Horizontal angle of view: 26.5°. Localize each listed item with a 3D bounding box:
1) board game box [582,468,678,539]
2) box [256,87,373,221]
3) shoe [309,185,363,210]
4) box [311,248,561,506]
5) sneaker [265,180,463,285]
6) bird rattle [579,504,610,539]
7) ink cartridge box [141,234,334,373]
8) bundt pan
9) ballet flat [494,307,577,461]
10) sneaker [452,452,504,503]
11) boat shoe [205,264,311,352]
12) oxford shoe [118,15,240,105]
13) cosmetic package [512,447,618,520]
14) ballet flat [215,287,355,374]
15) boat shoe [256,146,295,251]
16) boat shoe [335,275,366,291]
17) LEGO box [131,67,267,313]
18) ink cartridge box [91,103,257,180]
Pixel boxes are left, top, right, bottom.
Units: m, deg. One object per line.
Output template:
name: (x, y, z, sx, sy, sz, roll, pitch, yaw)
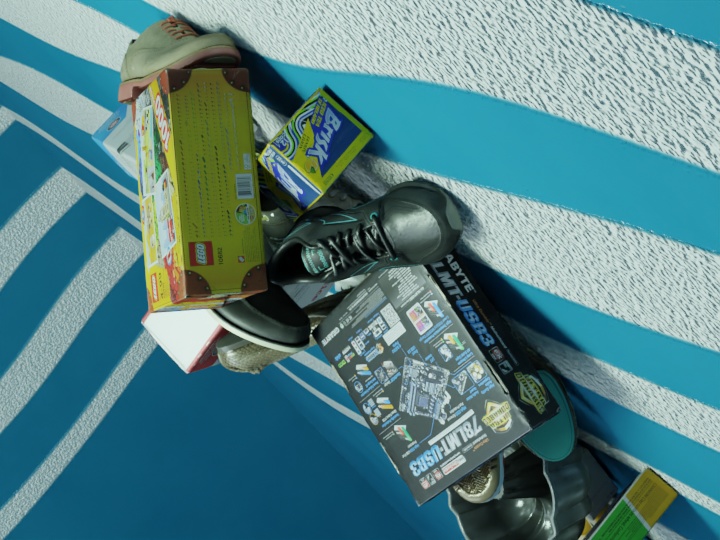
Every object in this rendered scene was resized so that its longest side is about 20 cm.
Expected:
board game box: (0.248, 0.285, 1.565, 0.040, 0.153, 0.200, 39, 170, 11)
box: (-0.048, -0.099, 1.349, 0.064, 0.070, 0.200, 41, 170, -3)
shoe: (0.005, -0.038, 1.484, 0.200, 0.053, 0.070, 46, -156, 5)
box: (0.062, 0.090, 1.389, 0.199, 0.050, 0.200, 56, 141, 9)
sneaker: (0.001, -0.020, 1.293, 0.200, 0.079, 0.076, -14, 107, 46)
bird rattle: (0.255, 0.279, 1.784, 0.200, 0.113, 0.163, 52, 165, 36)
ink cartridge box: (-0.118, 0.017, 1.642, 0.083, 0.147, 0.200, 45, -155, 16)
bundt pan: (0.168, 0.212, 1.593, 0.202, 0.076, 0.202, 31, 128, 52)
ballet flat: (0.143, 0.092, 1.462, 0.200, 0.068, 0.075, 52, -171, -22)
sneaker: (0.111, 0.134, 1.513, 0.112, 0.071, 0.200, 19, -131, -59)
boat shoe: (-0.123, 0.007, 1.484, 0.201, 0.063, 0.074, 38, -150, 26)
oxford shoe: (-0.175, -0.203, 1.420, 0.070, 0.075, 0.200, 0, 176, -35)
cosmetic package: (0.193, 0.199, 1.709, 0.083, 0.051, 0.200, 48, 169, -37)
ballet flat: (-0.049, 0.062, 1.536, 0.067, 0.200, 0.046, -76, -35, -70)
boat shoe: (-0.101, -0.088, 1.574, 0.202, 0.072, 0.060, 51, 171, 51)
boat shoe: (0.000, 0.000, 1.583, 0.200, 0.067, 0.074, 39, 170, 19)
LEGO box: (-0.147, -0.069, 1.378, 0.149, 0.077, 0.201, 161, 105, -69)
ink cartridge box: (-0.187, -0.139, 1.586, 0.068, 0.116, 0.200, 48, 170, -31)
